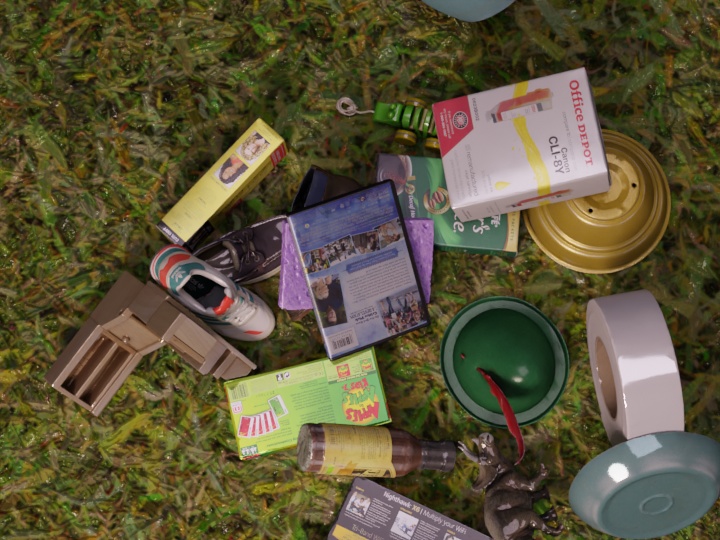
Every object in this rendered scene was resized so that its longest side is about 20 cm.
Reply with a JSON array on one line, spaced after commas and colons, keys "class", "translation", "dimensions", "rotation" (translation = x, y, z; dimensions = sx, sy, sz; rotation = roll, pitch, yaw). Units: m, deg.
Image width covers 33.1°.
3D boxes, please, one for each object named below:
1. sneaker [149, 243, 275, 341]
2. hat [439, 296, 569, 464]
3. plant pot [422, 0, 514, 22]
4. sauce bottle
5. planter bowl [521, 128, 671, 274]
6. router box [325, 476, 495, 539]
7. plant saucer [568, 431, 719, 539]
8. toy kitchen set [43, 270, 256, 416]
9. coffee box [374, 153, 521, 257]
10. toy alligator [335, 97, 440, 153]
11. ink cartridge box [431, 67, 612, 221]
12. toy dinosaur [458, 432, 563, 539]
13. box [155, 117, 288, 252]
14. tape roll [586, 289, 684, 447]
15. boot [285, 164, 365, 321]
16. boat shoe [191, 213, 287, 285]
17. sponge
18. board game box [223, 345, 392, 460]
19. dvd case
[{"class": "sneaker", "translation": [-0.176, 0.045, 1.532], "dimensions": [0.070, 0.093, 0.200], "rotation": [-51, 126, 0]}, {"class": "hat", "translation": [0.191, 0.114, 1.503], "dimensions": [0.165, 0.176, 0.200], "rotation": [-36, 80, -4]}, {"class": "plant pot", "translation": [0.149, -0.413, 1.616], "dimensions": [0.200, 0.200, 0.135], "rotation": [-38, 115, -4]}, {"class": "sauce bottle", "translation": [0.022, 0.227, 1.522], "dimensions": [0.199, 0.065, 0.065], "rotation": [6, 79, -17]}, {"class": "planter bowl", "translation": [0.313, -0.102, 1.586], "dimensions": [0.200, 0.083, 0.201], "rotation": [-1, 79, 2]}, {"class": "router box", "translation": [0.051, 0.369, 1.525], "dimensions": [0.200, 0.052, 0.158], "rotation": [25, 81, 7]}, {"class": "plant saucer", "translation": [0.353, 0.270, 1.462], "dimensions": [0.199, 0.200, 0.036], "rotation": [-10, 46, 1]}, {"class": "toy kitchen set", "translation": [-0.257, 0.135, 1.538], "dimensions": [0.163, 0.200, 0.181], "rotation": [41, 82, -33]}, {"class": "coffee box", "translation": [0.115, -0.088, 1.613], "dimensions": [0.199, 0.044, 0.123], "rotation": [7, 80, 4]}, {"class": "toy alligator", "translation": [0.061, -0.206, 1.633], "dimensions": [0.199, 0.054, 0.059], "rotation": [16, 80, 5]}, {"class": "ink cartridge box", "translation": [0.204, -0.157, 1.530], "dimensions": [0.199, 0.083, 0.146], "rotation": [-12, 77, 11]}, {"class": "toy dinosaur", "translation": [0.192, 0.300, 1.510], "dimensions": [0.102, 0.077, 0.201], "rotation": [-13, 58, 1]}, {"class": "box", "translation": [-0.183, -0.109, 1.618], "dimensions": [0.050, 0.075, 0.200], "rotation": [42, 83, 7]}, {"class": "tape roll", "translation": [0.333, 0.127, 1.484], "dimensions": [0.071, 0.202, 0.203], "rotation": [-11, 79, 0]}, {"class": "boot", "translation": [-0.068, -0.039, 1.577], "dimensions": [0.097, 0.075, 0.200], "rotation": [31, 86, -25]}, {"class": "boat shoe", "translation": [-0.163, -0.017, 1.602], "dimensions": [0.200, 0.065, 0.072], "rotation": [-25, 78, -3]}, {"class": "sponge", "translation": [-0.005, -0.010, 1.548], "dimensions": [0.199, 0.030, 0.112], "rotation": [-2, 103, -16]}, {"class": "board game box", "translation": [-0.067, 0.172, 1.571], "dimensions": [0.199, 0.048, 0.102], "rotation": [-14, 79, 0]}, {"class": "dvd case", "translation": [0.000, 0.000, 1.526], "dimensions": [0.142, 0.018, 0.201], "rotation": [-20, 107, -12]}]
